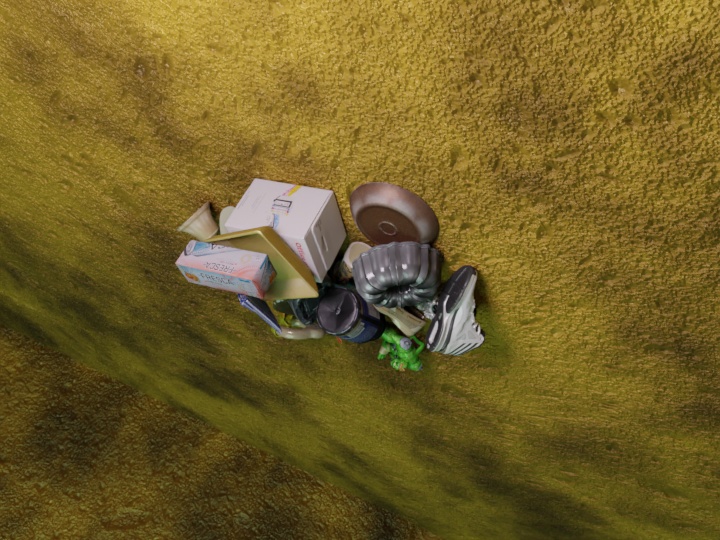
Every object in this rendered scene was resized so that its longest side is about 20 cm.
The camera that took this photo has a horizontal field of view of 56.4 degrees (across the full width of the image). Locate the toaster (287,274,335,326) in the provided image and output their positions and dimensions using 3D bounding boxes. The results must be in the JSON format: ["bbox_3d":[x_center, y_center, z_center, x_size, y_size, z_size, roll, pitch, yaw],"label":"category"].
[{"bbox_3d":[-0.133,0.031,1.588,0.130,0.113,0.201,53,170,25],"label":"toaster"}]

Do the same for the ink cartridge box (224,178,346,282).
[{"bbox_3d":[-0.155,-0.087,1.449,0.198,0.146,0.148,12,145,24],"label":"ink cartridge box"}]

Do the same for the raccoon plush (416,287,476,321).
[{"bbox_3d":[0.176,0.110,1.558,0.133,0.097,0.200,35,149,1],"label":"raccoon plush"}]

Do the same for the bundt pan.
[{"bbox_3d":[0.081,0.020,1.424,0.199,0.077,0.203,-5,152,-2],"label":"bundt pan"}]

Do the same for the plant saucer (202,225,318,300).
[{"bbox_3d":[-0.198,-0.020,1.392,0.199,0.049,0.200,-5,136,44],"label":"plant saucer"}]

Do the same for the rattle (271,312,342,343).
[{"bbox_3d":[-0.144,0.123,1.869,0.197,0.145,0.130,6,179,5],"label":"rattle"}]

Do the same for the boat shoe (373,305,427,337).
[{"bbox_3d":[0.079,0.074,1.606,0.064,0.072,0.200,-39,115,18],"label":"boat shoe"}]

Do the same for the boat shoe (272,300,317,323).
[{"bbox_3d":[-0.136,0.089,1.779,0.199,0.067,0.072,16,138,-21],"label":"boat shoe"}]

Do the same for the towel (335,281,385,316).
[{"bbox_3d":[-0.029,0.074,1.718,0.199,0.022,0.147,32,149,-10],"label":"towel"}]

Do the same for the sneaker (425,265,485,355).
[{"bbox_3d":[0.227,0.092,1.448,0.114,0.202,0.076,17,-166,-23],"label":"sneaker"}]

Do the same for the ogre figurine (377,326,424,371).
[{"bbox_3d":[0.097,0.199,1.746,0.119,0.098,0.202,25,139,36],"label":"ogre figurine"}]

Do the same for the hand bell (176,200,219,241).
[{"bbox_3d":[-0.339,-0.060,1.632,0.200,0.104,0.104,48,144,-14],"label":"hand bell"}]

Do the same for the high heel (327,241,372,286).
[{"bbox_3d":[0.000,0.000,1.546,0.198,0.072,0.143,10,151,33],"label":"high heel"}]

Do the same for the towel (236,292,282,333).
[{"bbox_3d":[-0.255,0.050,1.512,0.145,0.024,0.200,48,-178,-46],"label":"towel"}]

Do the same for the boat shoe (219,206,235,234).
[{"bbox_3d":[-0.273,-0.059,1.605,0.073,0.063,0.203,-30,86,11],"label":"boat shoe"}]

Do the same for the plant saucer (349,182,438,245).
[{"bbox_3d":[0.062,-0.097,1.380,0.198,0.037,0.201,19,147,13],"label":"plant saucer"}]

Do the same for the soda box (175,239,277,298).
[{"bbox_3d":[-0.272,-0.004,1.360,0.198,0.069,0.064,11,145,25],"label":"soda box"}]

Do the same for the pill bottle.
[{"bbox_3d":[-0.014,0.112,1.592,0.111,0.113,0.200,9,170,26],"label":"pill bottle"}]
